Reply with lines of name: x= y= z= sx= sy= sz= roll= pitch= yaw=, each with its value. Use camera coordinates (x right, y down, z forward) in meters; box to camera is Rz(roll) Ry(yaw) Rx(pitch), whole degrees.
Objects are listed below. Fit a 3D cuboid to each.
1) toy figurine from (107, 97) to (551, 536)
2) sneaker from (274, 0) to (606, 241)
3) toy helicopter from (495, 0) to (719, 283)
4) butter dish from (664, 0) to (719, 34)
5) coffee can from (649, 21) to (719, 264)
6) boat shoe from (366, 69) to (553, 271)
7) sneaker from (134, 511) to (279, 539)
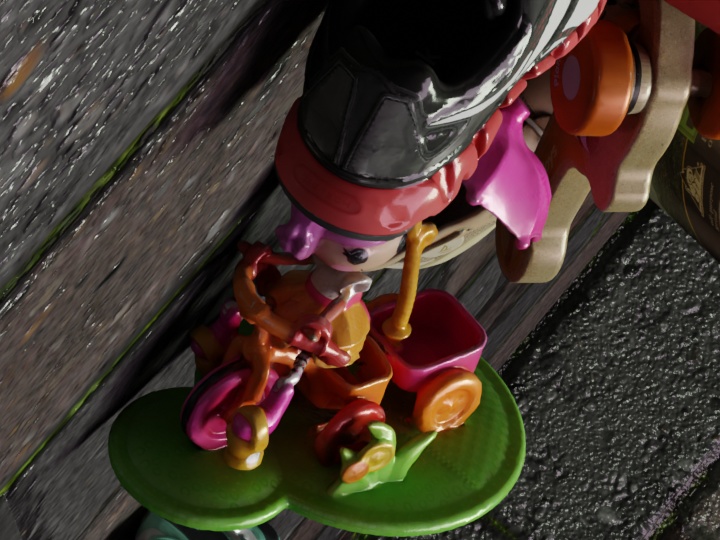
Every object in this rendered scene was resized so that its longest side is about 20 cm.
toy figurine: x=0.000 y=0.000 z=1.189 sx=0.200 sy=0.150 sz=0.184 roll=-14 pitch=137 yaw=-33
sneaker: x=0.043 y=-0.103 z=0.990 sx=0.201 sy=0.071 sz=0.098 roll=-53 pitch=168 yaw=-32
toy helicopter: x=0.093 y=-0.071 z=1.225 sx=0.079 sy=0.133 sz=0.200 roll=0 pitch=144 yaw=-20
butter dish: x=0.194 y=-0.154 z=1.086 sx=0.200 sy=0.148 sz=0.199 roll=-57 pitch=-159 yaw=-19
coffee can: x=0.192 y=-0.082 z=1.365 sx=0.146 sy=0.146 sz=0.200 roll=-51 pitch=-145 yaw=8
boat shoe: x=0.068 y=-0.061 z=1.314 sx=0.200 sy=0.071 sz=0.064 roll=-43 pitch=170 yaw=28
sneaker: x=-0.111 y=0.195 z=1.551 sx=0.140 sy=0.078 sz=0.200 roll=-52 pitch=173 yaw=5
